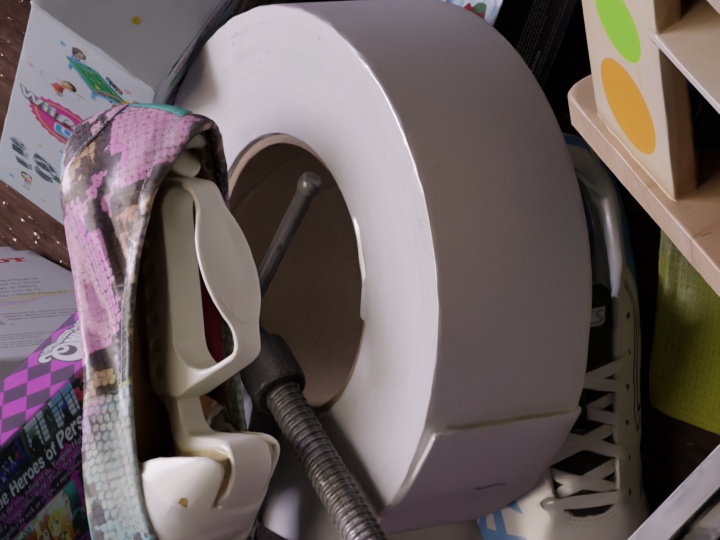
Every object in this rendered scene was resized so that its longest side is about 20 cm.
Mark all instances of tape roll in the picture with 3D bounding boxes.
[{"bbox_3d":[0.000,0.000,0.928,0.202,0.070,0.204,13,106,55],"label":"tape roll"}]

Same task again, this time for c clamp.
[{"bbox_3d":[-0.016,0.096,0.880,0.201,0.027,0.171,62,141,30],"label":"c clamp"}]

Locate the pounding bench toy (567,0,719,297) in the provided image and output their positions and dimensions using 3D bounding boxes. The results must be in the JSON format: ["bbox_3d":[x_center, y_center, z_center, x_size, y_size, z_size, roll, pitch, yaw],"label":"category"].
[{"bbox_3d":[0.172,-0.097,0.758,0.124,0.199,0.156,54,165,42],"label":"pounding bench toy"}]

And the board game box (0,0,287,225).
[{"bbox_3d":[-0.081,-0.109,1.044,0.064,0.148,0.200,35,159,-1],"label":"board game box"}]

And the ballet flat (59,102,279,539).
[{"bbox_3d":[-0.062,0.040,0.875,0.071,0.069,0.201,-3,94,42],"label":"ballet flat"}]

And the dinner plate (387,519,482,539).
[{"bbox_3d":[0.034,0.056,1.049,0.200,0.024,0.202,5,96,57],"label":"dinner plate"}]

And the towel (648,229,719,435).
[{"bbox_3d":[0.167,0.032,0.854,0.200,0.018,0.087,20,108,54],"label":"towel"}]

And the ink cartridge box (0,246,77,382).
[{"bbox_3d":[-0.188,0.054,1.266,0.200,0.145,0.083,23,113,54],"label":"ink cartridge box"}]

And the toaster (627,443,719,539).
[{"bbox_3d":[0.153,0.142,0.722,0.200,0.118,0.181,-47,58,15],"label":"toaster"}]

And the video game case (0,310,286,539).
[{"bbox_3d":[-0.089,0.098,1.031,0.036,0.200,0.182,8,128,32],"label":"video game case"}]

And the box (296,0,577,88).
[{"bbox_3d":[0.016,-0.078,1.026,0.137,0.040,0.201,45,121,49],"label":"box"}]

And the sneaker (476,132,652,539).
[{"bbox_3d":[0.075,0.046,0.934,0.072,0.071,0.201,99,164,-80],"label":"sneaker"}]
